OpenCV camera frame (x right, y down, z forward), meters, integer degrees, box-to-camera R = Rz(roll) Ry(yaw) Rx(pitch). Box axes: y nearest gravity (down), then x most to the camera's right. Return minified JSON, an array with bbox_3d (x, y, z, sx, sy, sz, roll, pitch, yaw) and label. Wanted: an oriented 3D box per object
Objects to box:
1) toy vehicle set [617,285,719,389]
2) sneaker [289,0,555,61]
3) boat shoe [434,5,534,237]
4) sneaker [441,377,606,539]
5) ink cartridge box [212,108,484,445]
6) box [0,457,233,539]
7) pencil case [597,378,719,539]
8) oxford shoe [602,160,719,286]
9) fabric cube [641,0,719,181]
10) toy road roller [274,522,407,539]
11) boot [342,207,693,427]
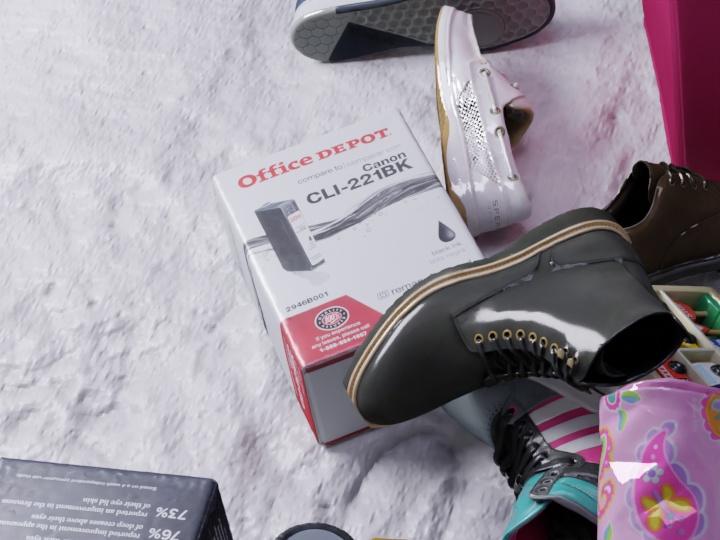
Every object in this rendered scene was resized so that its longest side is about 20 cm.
[{"bbox_3d":[0.226,0.079,1.551,0.124,0.027,0.200,1,36,-37],"label":"toy vehicle set"},{"bbox_3d":[0.050,-0.237,1.895,0.200,0.077,0.147,-3,49,10],"label":"sneaker"},{"bbox_3d":[0.090,-0.107,1.773,0.069,0.071,0.201,-7,54,3],"label":"boat shoe"},{"bbox_3d":[0.109,0.131,1.534,0.199,0.084,0.121,24,46,28],"label":"sneaker"},{"bbox_3d":[0.000,0.000,1.673,0.143,0.084,0.201,-21,46,-8],"label":"ink cartridge box"},{"bbox_3d":[-0.168,0.224,1.479,0.147,0.105,0.201,5,48,15],"label":"box"},{"bbox_3d":[0.176,0.161,1.432,0.087,0.087,0.202,0,78,11],"label":"pencil case"},{"bbox_3d":[0.222,-0.040,1.659,0.199,0.085,0.073,-24,19,-16],"label":"oxford shoe"},{"bbox_3d":[0.296,-0.201,1.728,0.194,0.200,0.201,-8,45,2],"label":"fabric cube"},{"bbox_3d":[0.016,0.244,1.416,0.145,0.123,0.201,1,45,-3],"label":"toy road roller"},{"bbox_3d":[0.092,0.050,1.493,0.199,0.078,0.138,-36,31,2],"label":"boot"}]
